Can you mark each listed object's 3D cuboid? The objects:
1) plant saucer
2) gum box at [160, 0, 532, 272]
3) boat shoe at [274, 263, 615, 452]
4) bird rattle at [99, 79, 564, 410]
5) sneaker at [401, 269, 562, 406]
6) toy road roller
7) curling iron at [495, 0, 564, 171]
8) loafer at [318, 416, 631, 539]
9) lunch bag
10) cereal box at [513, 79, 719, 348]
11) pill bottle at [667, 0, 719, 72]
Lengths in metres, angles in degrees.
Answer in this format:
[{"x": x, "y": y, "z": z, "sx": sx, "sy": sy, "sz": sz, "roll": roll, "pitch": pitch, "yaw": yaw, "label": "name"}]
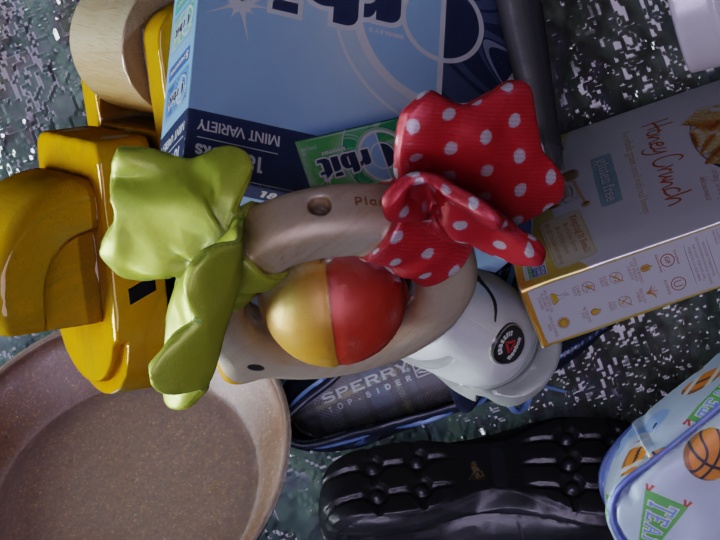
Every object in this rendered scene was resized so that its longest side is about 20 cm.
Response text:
[{"x": -0.124, "y": 0.110, "z": 1.366, "sx": 0.199, "sy": 0.201, "sz": 0.037, "roll": -15, "pitch": 140, "yaw": 11, "label": "plant saucer"}, {"x": -0.001, "y": -0.113, "z": 1.256, "sx": 0.169, "sy": 0.045, "sz": 0.201, "roll": 12, "pitch": 66, "yaw": -19, "label": "gum box"}, {"x": 0.050, "y": 0.048, "z": 1.365, "sx": 0.199, "sy": 0.069, "sz": 0.084, "roll": -32, "pitch": 98, "yaw": 14, "label": "boat shoe"}, {"x": -0.009, "y": -0.009, "z": 1.178, "sx": 0.199, "sy": 0.163, "sz": 0.113, "roll": -17, "pitch": 62, "yaw": -5, "label": "bird rattle"}, {"x": 0.000, "y": 0.000, "z": 1.312, "sx": 0.199, "sy": 0.088, "sz": 0.074, "roll": 18, "pitch": 79, "yaw": 40, "label": "sneaker"}, {"x": -0.124, "y": -0.041, "z": 1.308, "sx": 0.145, "sy": 0.123, "sz": 0.201, "roll": -10, "pitch": 100, "yaw": -24, "label": "toy road roller"}, {"x": 0.079, "y": -0.141, "z": 1.261, "sx": 0.049, "sy": 0.026, "sz": 0.201, "roll": 4, "pitch": 69, "yaw": -26, "label": "curling iron"}, {"x": 0.078, "y": 0.119, "z": 1.389, "sx": 0.199, "sy": 0.068, "sz": 0.071, "roll": -5, "pitch": 143, "yaw": 0, "label": "loafer"}, {"x": 0.220, "y": 0.109, "z": 1.308, "sx": 0.200, "sy": 0.076, "sz": 0.160, "roll": -39, "pitch": 98, "yaw": 7, "label": "lunch bag"}, {"x": 0.166, "y": -0.042, "z": 1.279, "sx": 0.199, "sy": 0.144, "sz": 0.040, "roll": -20, "pitch": 116, "yaw": 7, "label": "cereal box"}, {"x": 0.241, "y": -0.154, "z": 1.266, "sx": 0.199, "sy": 0.109, "sz": 0.110, "roll": -14, "pitch": 102, "yaw": 11, "label": "pill bottle"}]
